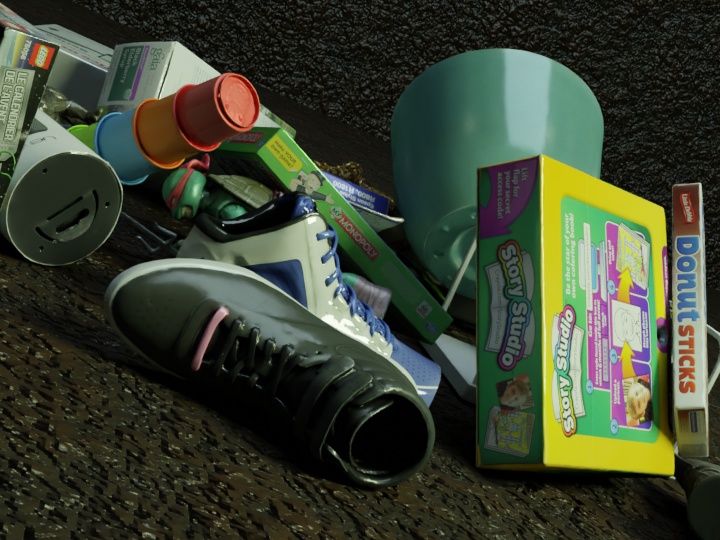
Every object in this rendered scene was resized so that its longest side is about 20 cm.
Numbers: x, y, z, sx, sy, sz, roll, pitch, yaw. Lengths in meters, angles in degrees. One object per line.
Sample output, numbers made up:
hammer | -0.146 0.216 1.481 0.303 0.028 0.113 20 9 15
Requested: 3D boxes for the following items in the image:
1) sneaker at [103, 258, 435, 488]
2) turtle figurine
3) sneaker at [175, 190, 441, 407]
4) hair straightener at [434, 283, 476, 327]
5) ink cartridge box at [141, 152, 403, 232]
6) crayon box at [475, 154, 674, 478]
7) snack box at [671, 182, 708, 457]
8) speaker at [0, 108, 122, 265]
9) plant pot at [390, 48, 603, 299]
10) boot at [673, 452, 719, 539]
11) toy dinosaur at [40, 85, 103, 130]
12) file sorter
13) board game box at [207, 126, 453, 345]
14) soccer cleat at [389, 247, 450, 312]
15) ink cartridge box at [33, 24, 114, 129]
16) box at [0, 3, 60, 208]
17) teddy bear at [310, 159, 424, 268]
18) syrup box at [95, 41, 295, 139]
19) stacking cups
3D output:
sneaker | -0.041 0.054 0.667 0.200 0.071 0.099 26 4 -19
turtle figurine | -0.080 -0.013 0.868 0.200 0.101 0.150 29 9 -12
sneaker | -0.029 0.016 0.766 0.199 0.115 0.081 23 11 -15
hair straightener | 0.069 0.015 1.193 0.200 0.041 0.077 26 0 4
ink cartridge box | -0.081 -0.077 1.110 0.199 0.041 0.200 22 -15 -19
crayon box | 0.149 0.039 0.851 0.058 0.200 0.172 -9 -16 41
snack box | 0.245 0.034 0.920 0.024 0.200 0.072 -2 -37 17
speaker | -0.241 -0.078 0.841 0.081 0.081 0.200 15 15 -44
plant pot | 0.123 -0.072 1.113 0.200 0.201 0.161 22 44 -17
boot | 0.301 0.187 0.846 0.200 0.069 0.174 35 4 14
toy dinosaur | -0.280 -0.134 1.051 0.102 0.077 0.200 30 11 -15
file sorter | 0.175 0.060 1.013 0.200 0.125 0.139 23 11 -17
board game box | -0.027 -0.029 0.947 0.200 0.029 0.135 48 -13 -22
soccer cleat | 0.000 0.000 1.070 0.200 0.068 0.081 20 12 -42
ink cartridge box | -0.288 -0.188 1.276 0.146 0.084 0.200 24 11 -6
box | -0.270 -0.114 0.789 0.040 0.137 0.200 12 17 -43
teddy bear | 0.000 -0.061 1.267 0.145 0.067 0.200 42 -14 -33
syrup box | -0.156 -0.140 1.193 0.081 0.079 0.200 4 -17 35
stacking cups | -0.153 -0.094 0.865 0.200 0.061 0.060 -18 -19 36
